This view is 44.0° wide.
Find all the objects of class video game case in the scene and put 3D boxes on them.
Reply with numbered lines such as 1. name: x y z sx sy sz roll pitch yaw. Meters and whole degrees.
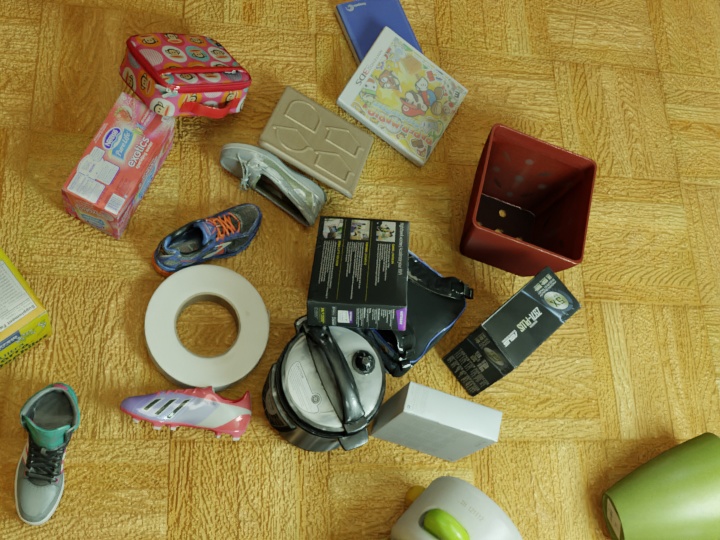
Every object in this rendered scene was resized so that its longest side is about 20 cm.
1. video game case: 0.079 -0.321 1.642 0.198 0.023 0.184 35 71 -9

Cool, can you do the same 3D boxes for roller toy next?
1. roller toy: 0.147 0.406 1.324 0.139 0.199 0.183 -41 97 -25

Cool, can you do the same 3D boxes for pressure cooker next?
1. pressure cooker: -0.052 0.171 1.348 0.173 0.200 0.181 26 66 -4

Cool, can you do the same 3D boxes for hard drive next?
1. hard drive: 0.046 -0.428 1.696 0.130 0.025 0.203 -18 75 -20

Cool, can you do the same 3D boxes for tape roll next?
1. tape roll: -0.243 0.091 1.417 0.198 0.037 0.207 5 68 -13

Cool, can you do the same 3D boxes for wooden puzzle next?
1. wooden puzzle: -0.078 -0.217 1.544 0.183 0.046 0.202 30 40 -10

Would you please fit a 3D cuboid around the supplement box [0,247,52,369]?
1. supplement box: -0.559 0.032 1.316 0.108 0.110 0.201 -36 81 -23

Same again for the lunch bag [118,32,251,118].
1. lunch bag: -0.286 -0.318 1.491 0.198 0.083 0.177 -16 55 -46

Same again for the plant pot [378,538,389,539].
1. plant pot: 0.013 0.494 1.264 0.200 0.201 0.184 45 54 5

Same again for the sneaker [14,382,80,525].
1. sneaker: -0.444 0.250 1.257 0.082 0.121 0.204 9 68 -11

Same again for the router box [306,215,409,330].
1. router box: 0.000 0.000 1.349 0.146 0.052 0.202 3 42 2

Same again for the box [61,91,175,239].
1. box: -0.390 -0.170 1.444 0.101 0.095 0.203 25 65 -5

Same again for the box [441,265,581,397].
1. box: 0.242 0.103 1.451 0.163 0.200 0.086 -37 82 -24

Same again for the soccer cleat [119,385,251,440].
1. soccer cleat: -0.261 0.204 1.349 0.196 0.067 0.078 13 87 -15

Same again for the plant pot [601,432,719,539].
1. plant pot: 0.501 0.382 1.445 0.196 0.188 0.191 -14 73 -3

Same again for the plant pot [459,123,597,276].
1. plant pot: 0.272 -0.097 1.549 0.196 0.177 0.204 19 65 -7

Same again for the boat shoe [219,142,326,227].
1. boat shoe: -0.154 -0.147 1.513 0.200 0.074 0.066 31 60 -9

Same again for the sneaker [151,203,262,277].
1. sneaker: -0.244 -0.054 1.449 0.198 0.079 0.076 -31 80 -23

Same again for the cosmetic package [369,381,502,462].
1. cosmetic package: 0.111 0.236 1.367 0.148 0.200 0.053 21 66 -7

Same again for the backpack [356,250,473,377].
1. backpack: 0.052 0.055 1.447 0.191 0.154 0.199 46 56 6
